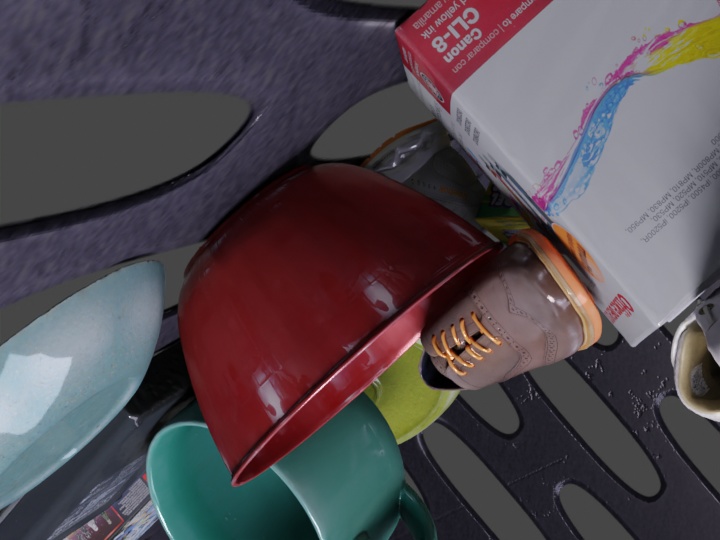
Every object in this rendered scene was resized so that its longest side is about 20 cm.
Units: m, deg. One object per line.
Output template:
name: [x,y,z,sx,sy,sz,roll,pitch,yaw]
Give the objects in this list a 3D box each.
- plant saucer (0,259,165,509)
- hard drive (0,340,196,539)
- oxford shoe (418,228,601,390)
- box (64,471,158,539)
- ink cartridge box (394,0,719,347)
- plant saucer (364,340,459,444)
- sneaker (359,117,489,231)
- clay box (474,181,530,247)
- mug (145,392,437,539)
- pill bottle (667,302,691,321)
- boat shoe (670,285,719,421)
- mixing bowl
plant saucer: [-0.165,0.075,0.891,0.201,0.039,0.201,-42,173,-6]
hard drive: [-0.165,0.119,1.165,0.200,0.033,0.139,-47,171,35]
oxford shoe: [0.077,0.034,0.958,0.073,0.072,0.200,-35,172,-14]
box: [-0.188,0.189,1.427,0.200,0.040,0.137,-46,173,28]
ink cartridge box: [0.137,-0.082,0.915,0.144,0.200,0.145,-41,172,-1]
plant saucer: [-0.014,0.078,1.227,0.198,0.031,0.201,-6,140,-5]
sneaker: [0.000,0.000,1.105,0.200,0.092,0.076,-43,173,17]
clay box: [0.145,-0.084,1.060,0.114,0.048,0.201,-1,-122,51]
mug: [-0.035,0.144,1.132,0.114,0.185,0.152,-40,177,-41]
pill bottle: [0.173,-0.066,1.196,0.112,0.200,0.112,-40,172,-7]
boat shoe: [0.181,0.040,0.854,0.069,0.071,0.200,-34,166,-1]
mixing bowl: [-0.028,0.013,0.972,0.200,0.109,0.200,-40,173,-6]
